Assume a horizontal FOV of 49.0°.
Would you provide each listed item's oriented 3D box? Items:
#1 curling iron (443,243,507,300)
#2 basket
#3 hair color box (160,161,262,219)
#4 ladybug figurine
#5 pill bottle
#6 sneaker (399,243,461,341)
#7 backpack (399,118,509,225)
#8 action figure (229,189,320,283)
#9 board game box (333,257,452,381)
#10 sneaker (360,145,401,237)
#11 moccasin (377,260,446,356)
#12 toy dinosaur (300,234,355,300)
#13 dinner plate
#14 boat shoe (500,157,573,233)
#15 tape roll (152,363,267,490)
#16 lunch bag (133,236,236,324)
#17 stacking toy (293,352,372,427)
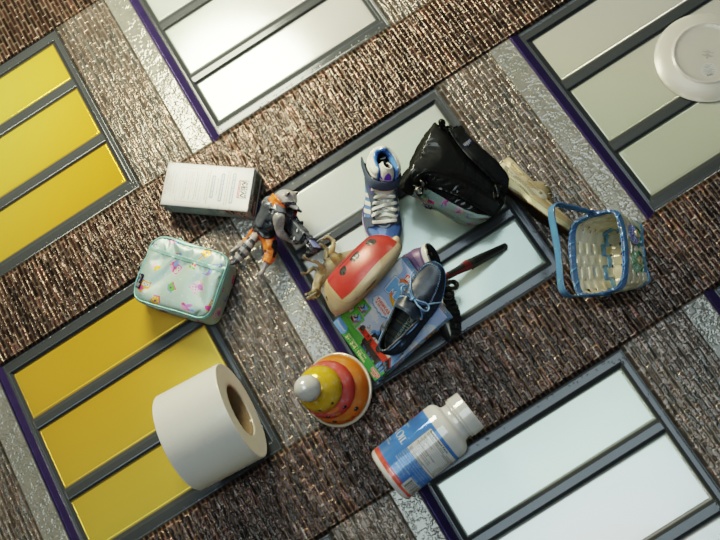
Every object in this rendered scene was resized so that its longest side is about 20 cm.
[{"bbox_3d":[0.218,-0.002,1.554,0.200,0.026,0.050,-33,77,-28],"label":"curling iron"},{"bbox_3d":[0.437,-0.035,1.474,0.199,0.139,0.177,1,77,-26],"label":"basket"},{"bbox_3d":[-0.321,-0.172,1.705,0.199,0.061,0.099,6,78,12],"label":"hair color box"},{"bbox_3d":[0.000,0.000,1.552,0.072,0.136,0.200,43,97,-8],"label":"ladybug figurine"},{"bbox_3d":[0.129,0.324,1.483,0.200,0.112,0.112,-38,74,-2],"label":"pill bottle"},{"bbox_3d":[0.135,0.053,1.579,0.087,0.076,0.201,-25,73,24],"label":"sneaker"},{"bbox_3d":[0.191,-0.177,1.557,0.200,0.127,0.167,29,79,-9],"label":"backpack"},{"bbox_3d":[-0.176,-0.075,1.613,0.200,0.104,0.194,37,103,43],"label":"action figure"},{"bbox_3d":[0.061,0.097,1.551,0.200,0.037,0.151,-44,70,19],"label":"board game box"},{"bbox_3d":[0.044,-0.150,1.584,0.080,0.147,0.201,-3,72,-3],"label":"sneaker"},{"bbox_3d":[0.098,0.077,1.472,0.080,0.068,0.201,28,101,25],"label":"moccasin"},{"bbox_3d":[-0.054,-0.019,1.635,0.200,0.058,0.101,-40,90,-14],"label":"toy dinosaur"},{"bbox_3d":[0.704,-0.439,1.611,0.199,0.024,0.201,-2,77,10],"label":"dinner plate"},{"bbox_3d":[0.352,-0.152,1.580,0.200,0.072,0.065,42,88,22],"label":"boat shoe"},{"bbox_3d":[-0.287,0.298,1.515,0.139,0.203,0.203,-27,74,2],"label":"tape roll"},{"bbox_3d":[-0.370,0.016,1.659,0.199,0.077,0.161,16,80,13],"label":"lunch bag"},{"bbox_3d":[-0.075,0.225,1.489,0.146,0.200,0.147,-3,81,21],"label":"stacking toy"}]
